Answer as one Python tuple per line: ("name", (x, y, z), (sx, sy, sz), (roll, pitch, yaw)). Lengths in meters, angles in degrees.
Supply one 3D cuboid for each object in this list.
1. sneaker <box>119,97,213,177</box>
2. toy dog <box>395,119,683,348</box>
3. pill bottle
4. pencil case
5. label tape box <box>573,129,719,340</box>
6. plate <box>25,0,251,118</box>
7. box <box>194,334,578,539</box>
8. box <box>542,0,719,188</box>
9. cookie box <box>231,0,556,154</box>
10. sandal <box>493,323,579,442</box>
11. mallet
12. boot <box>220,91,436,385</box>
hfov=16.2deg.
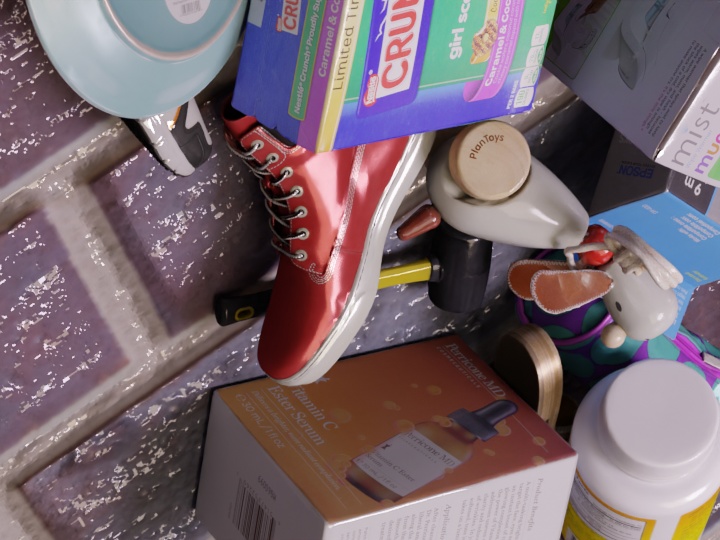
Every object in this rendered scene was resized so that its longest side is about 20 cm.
("sneaker", (-0.119, -0.132, 1.415), (0.080, 0.074, 0.200), (-38, 138, -10))
("toy dog", (0.102, -0.014, 1.595), (0.096, 0.200, 0.132), (-48, 171, -2))
("pill bottle", (0.194, 0.135, 1.741), (0.109, 0.109, 0.200), (-30, 159, -15))
("pencil case", (0.193, 0.053, 1.794), (0.092, 0.085, 0.200), (-22, 144, 26))
("label tape box", (0.228, -0.063, 1.694), (0.144, 0.063, 0.201), (27, 78, -47))
("plate", (-0.106, -0.180, 1.351), (0.200, 0.025, 0.201), (-13, 106, -54))
("box", (0.016, 0.142, 1.679), (0.199, 0.152, 0.107), (-13, 128, -32))
("box", (0.207, -0.182, 1.555), (0.096, 0.176, 0.201), (17, 110, -44))
("cookie box", (0.030, -0.169, 1.458), (0.200, 0.075, 0.172), (-14, 124, -47))
("sandal", (0.127, 0.103, 1.767), (0.069, 0.078, 0.212), (-23, 149, -22))
("mallet", (0.000, 0.000, 1.644), (0.199, 0.041, 0.066), (-6, 125, -30))
("boot", (-0.048, -0.035, 1.540), (0.144, 0.072, 0.201), (18, 95, -44))
